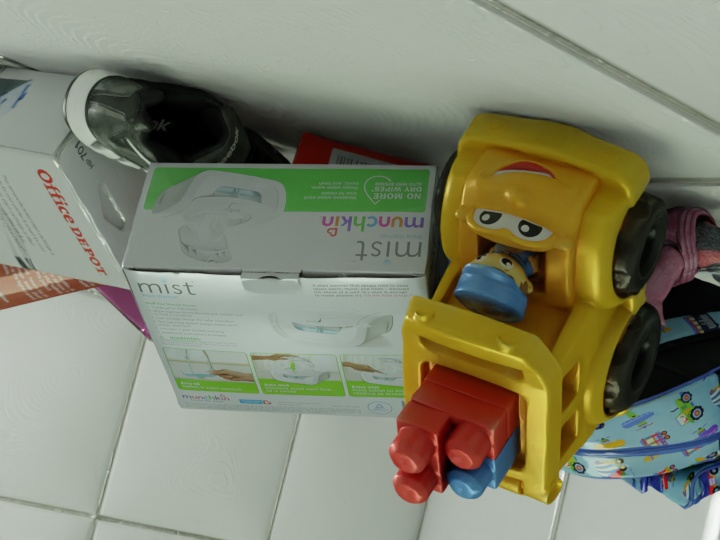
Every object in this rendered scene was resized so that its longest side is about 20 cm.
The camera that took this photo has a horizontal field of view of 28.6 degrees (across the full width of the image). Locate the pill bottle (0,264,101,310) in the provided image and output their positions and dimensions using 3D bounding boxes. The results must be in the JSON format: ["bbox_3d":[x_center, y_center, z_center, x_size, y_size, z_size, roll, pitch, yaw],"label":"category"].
[{"bbox_3d":[-0.288,-0.033,1.366,0.199,0.113,0.112,-13,167,11],"label":"pill bottle"}]

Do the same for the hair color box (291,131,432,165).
[{"bbox_3d":[-0.013,-0.008,1.067,0.101,0.062,0.200,15,144,0],"label":"hair color box"}]

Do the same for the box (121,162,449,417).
[{"bbox_3d":[-0.041,0.018,0.967,0.199,0.097,0.177,1,143,10],"label":"box"}]

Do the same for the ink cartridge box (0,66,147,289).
[{"bbox_3d":[-0.256,-0.074,1.072,0.199,0.086,0.147,9,142,28],"label":"ink cartridge box"}]

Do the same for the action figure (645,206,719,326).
[{"bbox_3d":[0.179,-0.017,0.945,0.199,0.150,0.134,-11,-160,35],"label":"action figure"}]

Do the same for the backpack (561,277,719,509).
[{"bbox_3d":[0.202,0.089,1.027,0.199,0.135,0.182,-21,-157,-21],"label":"backpack"}]

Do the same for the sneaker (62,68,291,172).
[{"bbox_3d":[-0.107,-0.083,0.993,0.090,0.067,0.199,10,170,46],"label":"sneaker"}]

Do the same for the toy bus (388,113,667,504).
[{"bbox_3d":[0.080,0.039,0.820,0.135,0.192,0.201,19,135,27],"label":"toy bus"}]

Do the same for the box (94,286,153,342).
[{"bbox_3d":[-0.189,0.008,1.491,0.176,0.097,0.200,38,-174,32],"label":"box"}]
